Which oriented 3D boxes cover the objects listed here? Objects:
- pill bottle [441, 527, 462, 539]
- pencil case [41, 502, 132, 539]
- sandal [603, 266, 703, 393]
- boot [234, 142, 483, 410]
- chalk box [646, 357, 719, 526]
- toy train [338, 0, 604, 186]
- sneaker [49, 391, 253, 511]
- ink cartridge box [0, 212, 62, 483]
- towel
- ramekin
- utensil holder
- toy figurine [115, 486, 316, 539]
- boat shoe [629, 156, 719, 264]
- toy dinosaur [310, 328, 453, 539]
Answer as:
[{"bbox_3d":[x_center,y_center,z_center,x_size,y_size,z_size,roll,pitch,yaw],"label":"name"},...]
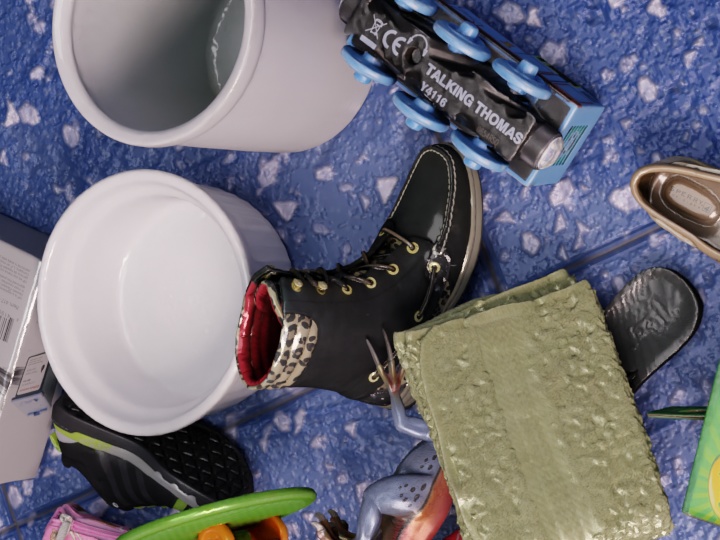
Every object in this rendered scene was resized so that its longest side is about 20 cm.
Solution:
[{"bbox_3d":[0.065,0.255,1.202,0.199,0.112,0.113,-36,74,23],"label":"pill bottle"},{"bbox_3d":[-0.166,0.244,1.339,0.198,0.086,0.084,11,82,26],"label":"pencil case"},{"bbox_3d":[0.159,0.080,1.187,0.075,0.048,0.201,41,108,21],"label":"sandal"},{"bbox_3d":[0.001,0.001,1.206,0.073,0.153,0.206,28,106,47],"label":"boot"},{"bbox_3d":[0.286,0.107,1.078,0.198,0.125,0.125,18,98,25],"label":"chalk box"},{"bbox_3d":[0.073,-0.137,1.193,0.200,0.114,0.087,39,110,21],"label":"toy train"},{"bbox_3d":[-0.169,0.161,1.363,0.199,0.072,0.084,26,126,26],"label":"sneaker"},{"bbox_3d":[-0.322,0.060,1.419,0.145,0.086,0.202,24,102,26],"label":"ink cartridge box"},{"bbox_3d":[0.117,0.105,1.137,0.147,0.037,0.202,-19,67,-3],"label":"towel"},{"bbox_3d":[-0.146,0.024,1.320,0.198,0.097,0.203,1,91,27],"label":"ramekin"},{"bbox_3d":[-0.100,-0.172,1.236,0.168,0.199,0.172,1,91,27],"label":"utensil holder"},{"bbox_3d":[-0.099,0.270,1.195,0.199,0.149,0.186,-25,73,38],"label":"toy figurine"},{"bbox_3d":[0.271,-0.020,1.118,0.198,0.064,0.072,23,101,26],"label":"boat shoe"},{"bbox_3d":[0.058,0.145,1.191,0.180,0.105,0.201,-31,67,8],"label":"toy dinosaur"}]
